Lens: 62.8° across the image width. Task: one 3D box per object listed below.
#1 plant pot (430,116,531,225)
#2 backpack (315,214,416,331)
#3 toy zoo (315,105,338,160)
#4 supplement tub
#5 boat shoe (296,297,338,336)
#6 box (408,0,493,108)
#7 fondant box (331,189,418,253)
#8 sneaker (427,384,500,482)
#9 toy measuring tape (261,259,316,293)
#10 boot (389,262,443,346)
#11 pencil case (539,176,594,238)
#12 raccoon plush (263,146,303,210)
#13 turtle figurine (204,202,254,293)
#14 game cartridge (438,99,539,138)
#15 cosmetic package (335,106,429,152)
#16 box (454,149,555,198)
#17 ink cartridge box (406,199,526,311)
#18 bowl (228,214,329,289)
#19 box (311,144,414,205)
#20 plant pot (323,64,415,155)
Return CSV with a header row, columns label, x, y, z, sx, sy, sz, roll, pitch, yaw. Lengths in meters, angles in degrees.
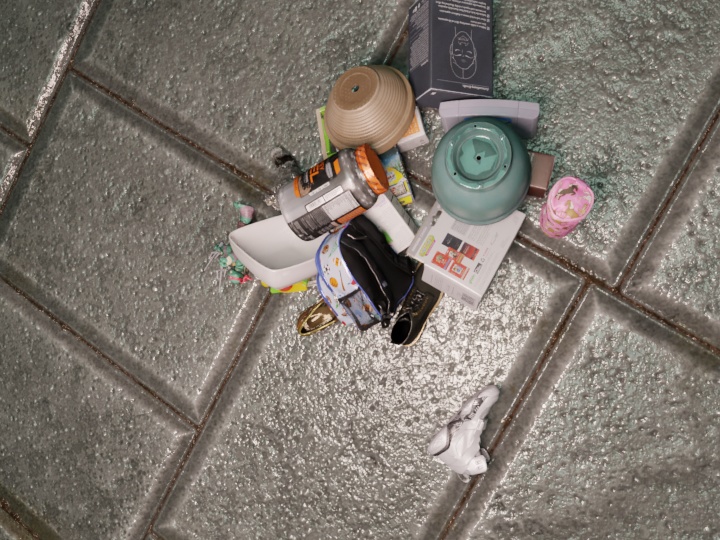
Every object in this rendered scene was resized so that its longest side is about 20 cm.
label,x,y,z,sx,sy,sz,roll,pitch,yaw
plant pot,0.221,-0.196,1.096,0.194,0.134,0.207,-1,84,13
backpack,0.000,0.000,1.171,0.152,0.201,0.193,-22,108,31
toy zoo,0.006,-0.314,1.238,0.195,0.020,0.135,-16,67,15
supplement tub,-0.050,-0.151,1.133,0.197,0.122,0.125,-27,81,19
boat shoe,-0.054,0.079,1.284,0.199,0.068,0.072,-40,99,8
box,0.183,-0.444,1.204,0.144,0.107,0.206,2,87,-21
fondant box,0.010,-0.112,1.241,0.143,0.059,0.201,-33,105,21
sneaker,0.238,0.335,1.207,0.115,0.075,0.201,44,103,12
toy measuring tape,-0.132,0.007,1.318,0.194,0.074,0.076,-7,86,10
boot,0.119,0.063,1.214,0.076,0.138,0.205,17,91,14
pencil case,0.387,-0.116,1.119,0.080,0.200,0.089,-2,85,13
raccoon plush,-0.182,-0.197,1.293,0.200,0.133,0.097,45,106,24
turtle figurine,-0.286,-0.048,1.348,0.099,0.149,0.206,14,89,-28
game cartridge,0.260,-0.306,1.195,0.194,0.133,0.042,5,81,15
cosmetic package,0.041,-0.301,1.285,0.195,0.071,0.104,-19,83,14
box,0.289,-0.211,1.201,0.195,0.100,0.077,18,91,14
ink cartridge box,0.208,-0.057,1.190,0.173,0.084,0.202,30,72,14
bowl,-0.161,-0.036,1.264,0.199,0.197,0.076,33,133,39
box,0.005,-0.184,1.270,0.195,0.038,0.139,-17,119,13
plant pot,0.006,-0.338,1.179,0.196,0.093,0.206,-8,68,20
